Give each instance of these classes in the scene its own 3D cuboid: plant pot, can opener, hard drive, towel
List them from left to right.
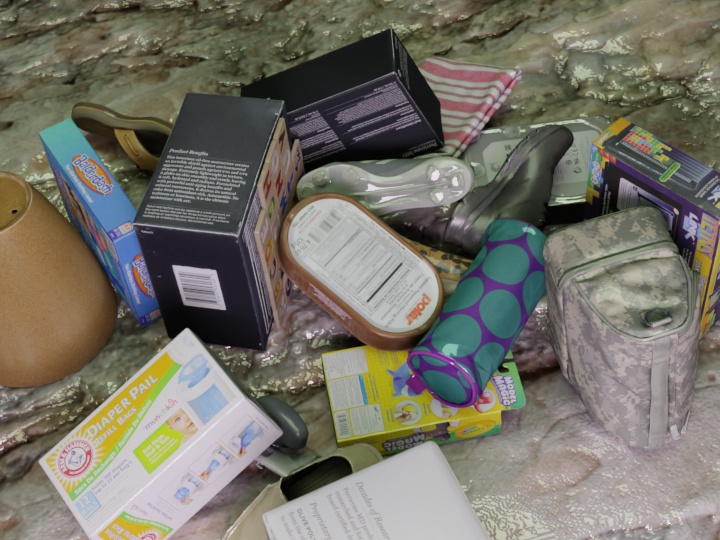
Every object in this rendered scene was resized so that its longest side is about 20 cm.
[{"bbox_3d":[-0.377,-0.007,1.493,0.185,0.201,0.187,-3,51,4],"label":"plant pot"},{"bbox_3d":[-0.042,0.201,1.378,0.199,0.067,0.053,32,33,22],"label":"can opener"},{"bbox_3d":[0.090,-0.195,1.681,0.146,0.030,0.200,15,54,38],"label":"towel"},{"bbox_3d":[0.211,-0.116,1.631,0.199,0.038,0.140,-7,50,1],"label":"hard drive"}]

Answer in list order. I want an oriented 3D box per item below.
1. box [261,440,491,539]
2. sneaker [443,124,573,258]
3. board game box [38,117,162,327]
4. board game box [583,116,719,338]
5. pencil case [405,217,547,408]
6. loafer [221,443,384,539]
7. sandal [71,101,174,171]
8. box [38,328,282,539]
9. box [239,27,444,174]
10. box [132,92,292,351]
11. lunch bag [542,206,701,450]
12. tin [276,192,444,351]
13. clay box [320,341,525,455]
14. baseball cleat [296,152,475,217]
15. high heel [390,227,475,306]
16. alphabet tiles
[{"bbox_3d":[0.034,0.301,1.205,0.170,0.200,0.200,-22,54,-13],"label":"box"},{"bbox_3d":[0.182,-0.081,1.546,0.091,0.076,0.200,39,72,13],"label":"sneaker"},{"bbox_3d":[-0.287,-0.054,1.553,0.045,0.153,0.200,-29,55,-17],"label":"board game box"},{"bbox_3d":[0.317,-0.042,1.455,0.165,0.201,0.057,34,60,27],"label":"board game box"},{"bbox_3d":[0.126,0.043,1.418,0.092,0.085,0.200,-9,38,50],"label":"pencil case"},{"bbox_3d":[-0.067,0.232,1.321,0.200,0.068,0.076,-41,63,3],"label":"loafer"},{"bbox_3d":[-0.275,-0.155,1.686,0.199,0.080,0.054,17,70,20],"label":"sandal"},{"bbox_3d":[-0.197,0.175,1.357,0.200,0.101,0.112,-42,57,-4],"label":"box"},{"bbox_3d":[-0.022,-0.177,1.593,0.199,0.141,0.079,-18,49,19],"label":"box"},{"bbox_3d":[-0.149,-0.053,1.509,0.122,0.201,0.199,7,51,11],"label":"box"},{"bbox_3d":[0.271,0.064,1.379,0.138,0.201,0.168,-13,47,-2],"label":"lunch bag"},{"bbox_3d":[0.000,0.000,1.456,0.200,0.042,0.112,39,71,9],"label":"tin"},{"bbox_3d":[0.065,0.126,1.441,0.199,0.048,0.115,-9,51,-4],"label":"clay box"},{"bbox_3d":[0.031,-0.094,1.553,0.199,0.070,0.106,-1,10,8],"label":"baseball cleat"},{"bbox_3d":[0.076,-0.015,1.550,0.142,0.072,0.200,-18,51,-21],"label":"high heel"},{"bbox_3d":[-0.084,-0.062,1.508,0.007,0.201,0.168,6,52,11],"label":"alphabet tiles"}]
